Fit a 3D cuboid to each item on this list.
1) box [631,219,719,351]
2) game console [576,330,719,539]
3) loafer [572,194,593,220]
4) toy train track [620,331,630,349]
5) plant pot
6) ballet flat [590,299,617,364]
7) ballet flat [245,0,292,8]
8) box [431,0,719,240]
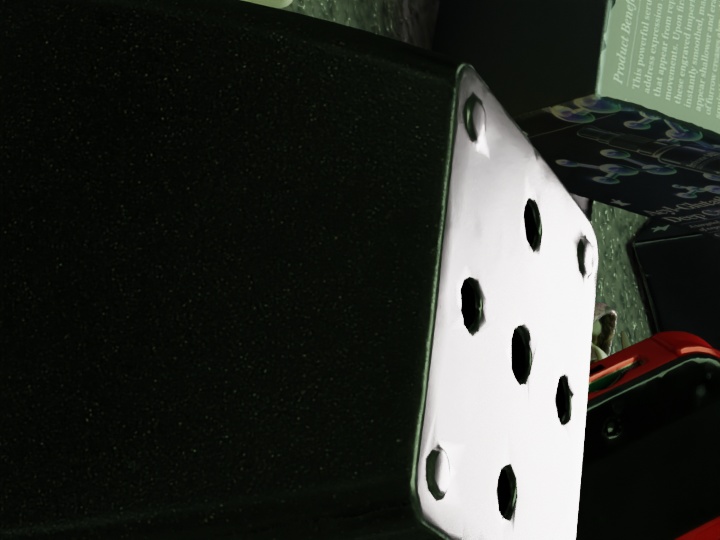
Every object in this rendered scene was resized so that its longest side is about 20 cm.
[{"bbox_3d":[0.272,0.028,1.301,0.200,0.122,0.200,-43,118,-54],"label":"box"},{"bbox_3d":[0.103,0.138,0.986,0.199,0.031,0.178,-23,111,-19],"label":"game console"},{"bbox_3d":[0.106,-0.107,1.111,0.072,0.062,0.202,12,73,-58],"label":"loafer"},{"bbox_3d":[0.154,0.079,1.100,0.200,0.032,0.116,60,24,-74],"label":"toy train track"},{"bbox_3d":[-0.031,0.027,0.672,0.200,0.176,0.201,42,49,-56],"label":"plant pot"},{"bbox_3d":[0.095,0.103,1.039,0.069,0.071,0.202,37,53,-50],"label":"ballet flat"},{"bbox_3d":[-0.062,-0.103,0.818,0.067,0.066,0.201,98,11,-46],"label":"ballet flat"},{"bbox_3d":[0.154,-0.094,1.028,0.199,0.148,0.108,16,77,-27],"label":"box"}]
